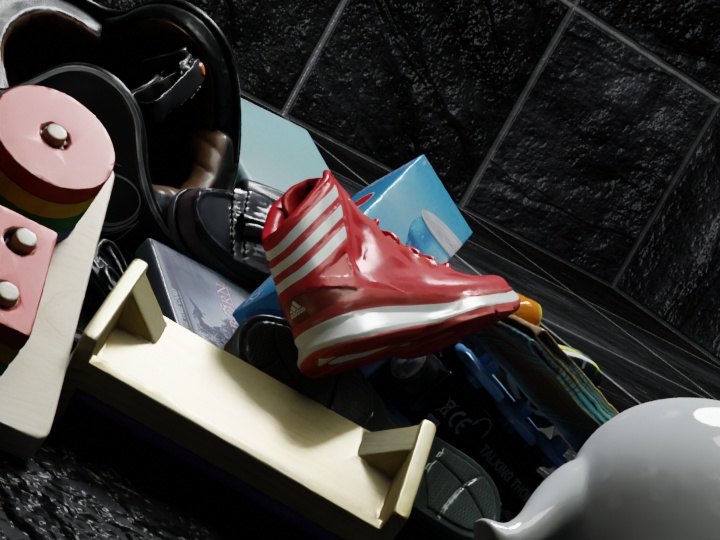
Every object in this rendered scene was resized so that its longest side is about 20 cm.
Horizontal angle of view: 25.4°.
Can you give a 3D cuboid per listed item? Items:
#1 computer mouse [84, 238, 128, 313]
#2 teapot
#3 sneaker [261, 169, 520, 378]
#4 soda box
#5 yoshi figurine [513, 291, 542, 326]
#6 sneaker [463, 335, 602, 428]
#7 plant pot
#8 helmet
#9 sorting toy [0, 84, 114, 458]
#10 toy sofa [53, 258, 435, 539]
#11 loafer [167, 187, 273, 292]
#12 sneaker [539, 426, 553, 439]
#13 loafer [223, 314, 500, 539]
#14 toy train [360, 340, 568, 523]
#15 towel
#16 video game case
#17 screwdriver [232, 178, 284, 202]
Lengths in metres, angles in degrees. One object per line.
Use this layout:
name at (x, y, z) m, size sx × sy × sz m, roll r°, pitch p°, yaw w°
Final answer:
computer mouse at (-0.113, 0.037, 1.054) m, size 0.139 × 0.053 × 0.200 m, roll 50°, pitch 19°, yaw 13°
teapot at (0.199, 0.187, 0.948) m, size 0.199 × 0.198 × 0.146 m, roll 65°, pitch 35°, yaw -27°
sneaker at (0.019, -0.010, 0.948) m, size 0.199 × 0.078 × 0.117 m, roll -6°, pitch 71°, yaw -58°
soda box at (0.000, 0.000, 1.040) m, size 0.068 × 0.064 × 0.200 m, roll 56°, pitch 35°, yaw -9°
yoshi figurine at (0.043, 0.047, 1.311) m, size 0.198 × 0.112 × 0.113 m, roll 11°, pitch 42°, yaw -31°
sneaker at (0.100, 0.056, 1.202) m, size 0.199 × 0.074 × 0.081 m, roll 23°, pitch 27°, yaw -32°
plant pot at (-0.090, -0.025, 1.246) m, size 0.141 × 0.142 × 0.200 m, roll 22°, pitch 22°, yaw -41°
helmet at (-0.196, -0.101, 1.106) m, size 0.189 × 0.203 × 0.200 m, roll 5°, pitch -2°, yaw 22°
sorting toy at (-0.216, -0.041, 0.778) m, size 0.199 × 0.070 × 0.200 m, roll 27°, pitch 40°, yaw -20°
toy sofa at (-0.068, 0.092, 0.852) m, size 0.199 × 0.098 × 0.083 m, roll 30°, pitch 33°, yaw -3°
loafer at (-0.044, -0.011, 1.091) m, size 0.063 × 0.073 × 0.199 m, roll -19°, pitch -34°, yaw 34°
sneaker at (0.082, 0.112, 1.275) m, size 0.088 × 0.076 × 0.199 m, roll 21°, pitch 2°, yaw 39°
loafer at (-0.008, 0.106, 0.946) m, size 0.199 × 0.063 × 0.072 m, roll 38°, pitch 50°, yaw -14°
toy train at (0.068, 0.099, 1.094) m, size 0.200 × 0.087 × 0.114 m, roll 47°, pitch 3°, yaw -40°
towel at (0.143, 0.096, 1.075) m, size 0.200 × 0.022 × 0.146 m, roll 47°, pitch -9°, yaw -22°
video game case at (-0.051, 0.068, 1.019) m, size 0.199 × 0.019 × 0.144 m, roll 30°, pitch 25°, yaw -42°
screwdriver at (-0.010, -0.016, 1.164) m, size 0.199 × 0.029 × 0.028 m, roll 30°, pitch -22°, yaw -28°
